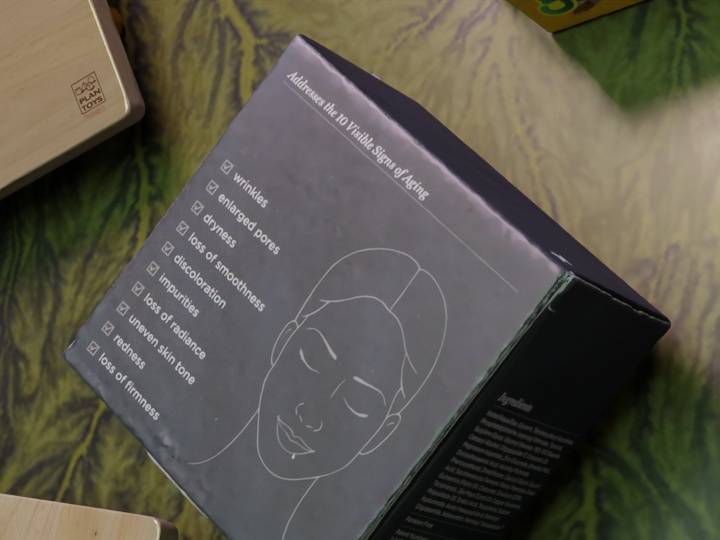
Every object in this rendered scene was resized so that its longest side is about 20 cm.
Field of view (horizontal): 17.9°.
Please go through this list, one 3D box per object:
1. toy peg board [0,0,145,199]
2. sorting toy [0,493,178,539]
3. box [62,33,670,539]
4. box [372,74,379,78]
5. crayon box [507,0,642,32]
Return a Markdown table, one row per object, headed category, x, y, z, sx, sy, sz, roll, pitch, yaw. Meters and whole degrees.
| category | x | y | z | sx | sy | sz | roll | pitch | yaw |
| --- | --- | --- | --- | --- | --- | --- | --- | --- | --- |
| toy peg board | -0.219 | -0.136 | 1.344 | 0.199 | 0.098 | 0.201 | -27 | 79 | 24 |
| sorting toy | -0.183 | 0.225 | 1.211 | 0.197 | 0.069 | 0.202 | 4 | 78 | 33 |
| box | 0.000 | 0.033 | 1.081 | 0.200 | 0.124 | 0.197 | 43 | 102 | 31 |
| box | 0.000 | 0.000 | 1.185 | 0.121 | 0.032 | 0.201 | -40 | 57 | 17 |
| crayon box | 0.120 | -0.177 | 1.104 | 0.199 | 0.127 | 0.051 | -17 | 67 | 29 |
